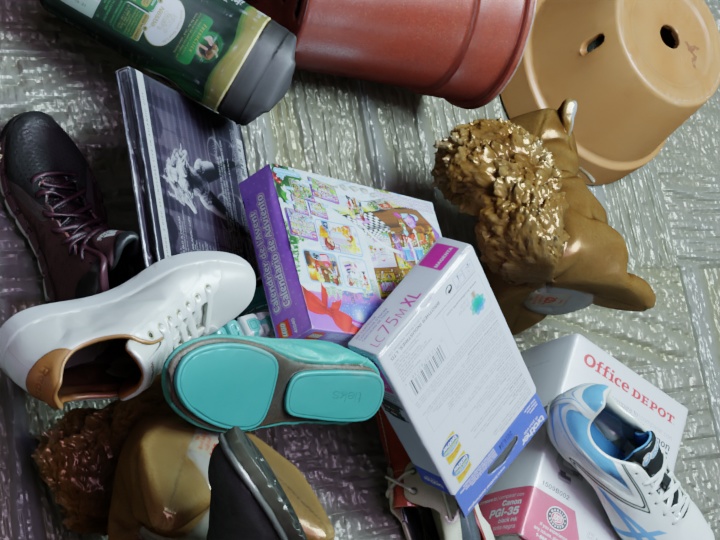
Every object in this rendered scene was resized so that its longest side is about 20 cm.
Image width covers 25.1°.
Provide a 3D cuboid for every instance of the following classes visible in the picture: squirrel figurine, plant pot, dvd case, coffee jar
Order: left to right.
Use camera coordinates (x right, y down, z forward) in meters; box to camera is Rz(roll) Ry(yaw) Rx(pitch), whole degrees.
[{"bbox_3d":[-0.148,0.178,1.130,0.141,0.187,0.200,9,36,-41],"label":"squirrel figurine"},{"bbox_3d":[-0.142,-0.190,1.249,0.199,0.104,0.086,31,93,-6],"label":"coffee jar"},{"bbox_3d":[-0.125,-0.060,1.237,0.200,0.016,0.150,22,56,-69],"label":"dvd case"},{"bbox_3d":[0.015,-0.243,1.366,0.194,0.201,0.202,1,74,-27],"label":"plant pot"},{"bbox_3d":[0.151,-0.067,1.397,0.200,0.141,0.188,36,46,-52],"label":"squirrel figurine"},{"bbox_3d":[0.247,-0.198,1.536,0.199,0.140,0.201,12,68,-31],"label":"plant pot"}]

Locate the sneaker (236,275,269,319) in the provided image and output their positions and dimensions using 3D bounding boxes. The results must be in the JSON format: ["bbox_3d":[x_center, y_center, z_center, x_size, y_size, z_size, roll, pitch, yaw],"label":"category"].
[{"bbox_3d":[-0.042,-0.003,1.308,0.200,0.071,0.080,-22,80,-54],"label":"sneaker"}]

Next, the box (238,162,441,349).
[{"bbox_3d":[0.000,0.000,1.261,0.200,0.039,0.137,11,56,-48],"label":"box"}]

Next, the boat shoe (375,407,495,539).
[{"bbox_3d":[0.054,0.186,1.321,0.062,0.071,0.201,-24,94,-35],"label":"boat shoe"}]

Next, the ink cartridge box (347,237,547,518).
[{"bbox_3d":[0.072,0.086,1.254,0.119,0.042,0.200,-48,131,-23],"label":"ink cartridge box"}]

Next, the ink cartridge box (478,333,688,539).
[{"bbox_3d":[0.189,0.177,1.407,0.146,0.083,0.201,33,59,-22],"label":"ink cartridge box"}]

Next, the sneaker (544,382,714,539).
[{"bbox_3d":[0.233,0.174,1.342,0.200,0.072,0.072,47,53,-16],"label":"sneaker"}]

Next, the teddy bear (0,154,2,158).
[{"bbox_3d":[-0.316,-0.061,1.139,0.144,0.067,0.201,7,71,-36],"label":"teddy bear"}]

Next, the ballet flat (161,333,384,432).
[{"bbox_3d":[-0.073,0.075,1.122,0.199,0.070,0.068,9,99,-45],"label":"ballet flat"}]

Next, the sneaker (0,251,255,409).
[{"bbox_3d":[-0.142,0.049,1.103,0.199,0.073,0.085,-22,43,-34],"label":"sneaker"}]

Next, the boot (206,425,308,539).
[{"bbox_3d":[-0.125,0.203,0.991,0.199,0.073,0.182,-25,129,-6],"label":"boot"}]

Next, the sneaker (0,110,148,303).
[{"bbox_3d":[-0.197,-0.035,1.181,0.075,0.115,0.201,-17,85,-34],"label":"sneaker"}]

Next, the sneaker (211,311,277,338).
[{"bbox_3d":[-0.060,0.082,1.245,0.199,0.091,0.078,8,62,-48],"label":"sneaker"}]
